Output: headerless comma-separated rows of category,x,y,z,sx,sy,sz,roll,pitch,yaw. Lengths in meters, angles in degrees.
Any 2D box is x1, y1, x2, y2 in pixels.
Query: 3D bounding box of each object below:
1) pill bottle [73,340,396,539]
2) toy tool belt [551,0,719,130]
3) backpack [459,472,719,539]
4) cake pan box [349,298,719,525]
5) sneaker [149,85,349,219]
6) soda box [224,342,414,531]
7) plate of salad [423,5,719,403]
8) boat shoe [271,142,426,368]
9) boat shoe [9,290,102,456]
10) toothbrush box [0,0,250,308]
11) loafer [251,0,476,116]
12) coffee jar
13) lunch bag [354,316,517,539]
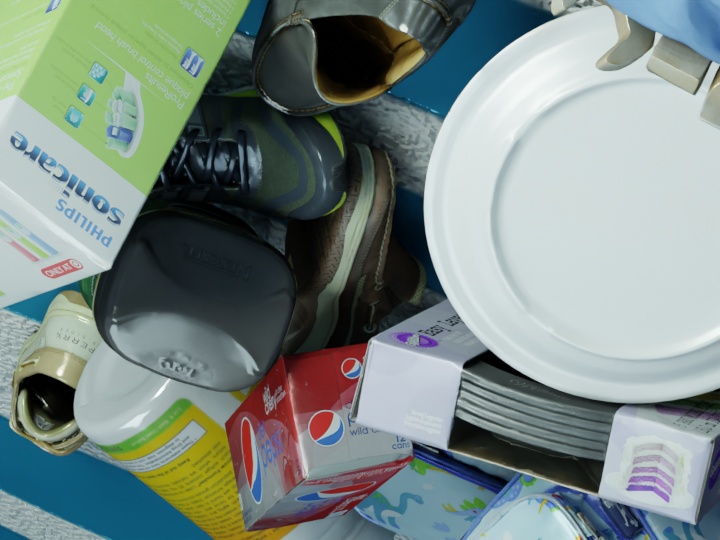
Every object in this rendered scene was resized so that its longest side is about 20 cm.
pill bottle,-0.070,0.110,1.726,0.200,0.111,0.111,42,148,-27
toy tool belt,0.144,-0.123,1.140,0.200,0.123,0.125,23,152,7
backpack,0.128,0.205,1.480,0.200,0.147,0.183,51,122,16
cake pan box,0.113,0.064,1.438,0.184,0.052,0.200,14,-166,20
sneaker,-0.096,-0.059,1.461,0.200,0.081,0.074,10,115,31
soda box,-0.025,0.093,1.550,0.063,0.070,0.200,-8,169,-14
plate of salad,0.130,-0.032,1.313,0.200,0.048,0.200,1,113,2
boat shoe,-0.001,-0.005,1.537,0.075,0.075,0.202,0,151,-15
boat shoe,-0.199,0.080,1.830,0.074,0.066,0.200,25,152,2
toothbrush box,-0.145,-0.089,1.356,0.086,0.200,0.146,39,149,-23
loafer,-0.007,-0.111,1.339,0.073,0.072,0.200,31,153,-11
coffee jar,-0.095,0.008,1.514,0.104,0.085,0.200,19,-177,-10
lunch bag,0.090,0.113,1.636,0.200,0.082,0.161,24,149,2
